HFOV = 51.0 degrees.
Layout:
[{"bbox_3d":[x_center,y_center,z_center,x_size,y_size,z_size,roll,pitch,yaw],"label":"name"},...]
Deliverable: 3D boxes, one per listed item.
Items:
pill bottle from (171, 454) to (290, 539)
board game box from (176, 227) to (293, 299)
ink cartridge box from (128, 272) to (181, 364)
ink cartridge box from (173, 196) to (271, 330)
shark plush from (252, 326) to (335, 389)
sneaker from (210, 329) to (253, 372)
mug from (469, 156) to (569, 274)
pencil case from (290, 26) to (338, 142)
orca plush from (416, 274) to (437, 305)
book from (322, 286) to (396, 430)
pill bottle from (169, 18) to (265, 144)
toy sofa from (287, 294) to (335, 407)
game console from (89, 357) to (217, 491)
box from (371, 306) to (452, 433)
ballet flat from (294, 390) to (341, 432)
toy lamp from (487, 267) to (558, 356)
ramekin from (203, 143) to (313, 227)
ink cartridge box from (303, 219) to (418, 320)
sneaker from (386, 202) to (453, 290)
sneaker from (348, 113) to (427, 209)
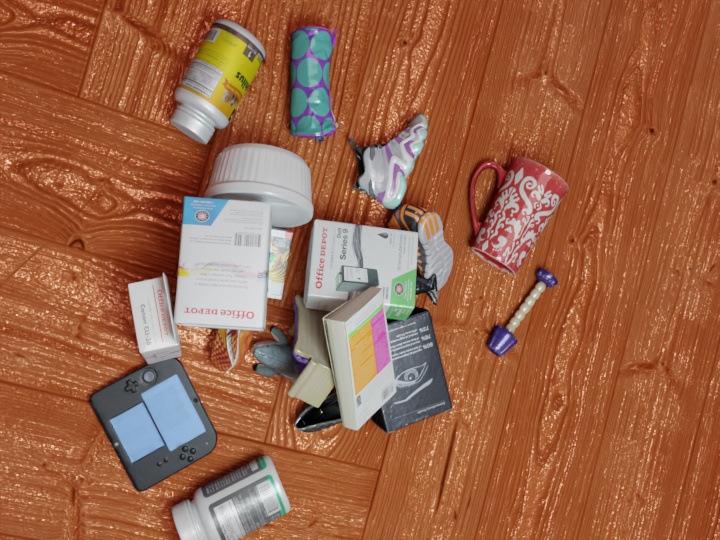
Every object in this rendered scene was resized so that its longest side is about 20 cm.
[{"bbox_3d":[-0.235,0.430,1.373,0.196,0.113,0.116,-23,98,-14],"label":"pill bottle"},{"bbox_3d":[-0.231,-0.026,1.392,0.195,0.035,0.130,9,99,-16],"label":"board game box"},{"bbox_3d":[-0.346,0.083,1.272,0.066,0.200,0.120,-11,79,-15],"label":"ink cartridge box"},{"bbox_3d":[-0.225,-0.005,1.269,0.142,0.146,0.206,4,83,-5],"label":"ink cartridge box"},{"bbox_3d":[-0.120,0.192,1.415,0.199,0.083,0.092,39,80,-14],"label":"shark plush"},{"bbox_3d":[-0.221,0.085,1.383,0.072,0.077,0.204,25,99,11],"label":"sneaker"},{"bbox_3d":[0.300,-0.114,1.530,0.133,0.176,0.203,32,87,-51],"label":"mug"},{"bbox_3d":[-0.087,-0.348,1.408,0.090,0.085,0.206,-1,92,0],"label":"pencil case"},{"bbox_3d":[0.053,0.056,1.444,0.194,0.072,0.107,7,130,-8],"label":"orca plush"},{"bbox_3d":[0.007,0.148,1.288,0.133,0.047,0.205,-33,121,-48],"label":"book"},{"bbox_3d":[-0.259,-0.333,1.344,0.108,0.109,0.203,30,84,-15],"label":"pill bottle"},{"bbox_3d":[-0.097,0.140,1.355,0.096,0.201,0.083,29,113,-19],"label":"toy sofa"},{"bbox_3d":[-0.371,0.274,1.371,0.174,0.031,0.204,-28,99,-14],"label":"game console"},{"bbox_3d":[0.077,0.189,1.463,0.144,0.104,0.206,-15,96,-16],"label":"box"},{"bbox_3d":[-0.038,0.255,1.407,0.198,0.057,0.067,-33,85,22],"label":"ballet flat"},{"bbox_3d":[0.332,0.088,1.562,0.058,0.058,0.202,38,80,-14],"label":"toy lamp"},{"bbox_3d":[-0.175,-0.150,1.335,0.197,0.202,0.097,9,77,-16],"label":"ramekin"},{"bbox_3d":[0.000,0.000,1.373,0.194,0.084,0.150,6,72,-7],"label":"ink cartridge box"},{"bbox_3d":[0.116,-0.054,1.485,0.077,0.111,0.203,-36,135,-24],"label":"sneaker"},{"bbox_3d":[0.044,-0.235,1.457,0.137,0.078,0.204,23,72,-5],"label":"sneaker"}]
